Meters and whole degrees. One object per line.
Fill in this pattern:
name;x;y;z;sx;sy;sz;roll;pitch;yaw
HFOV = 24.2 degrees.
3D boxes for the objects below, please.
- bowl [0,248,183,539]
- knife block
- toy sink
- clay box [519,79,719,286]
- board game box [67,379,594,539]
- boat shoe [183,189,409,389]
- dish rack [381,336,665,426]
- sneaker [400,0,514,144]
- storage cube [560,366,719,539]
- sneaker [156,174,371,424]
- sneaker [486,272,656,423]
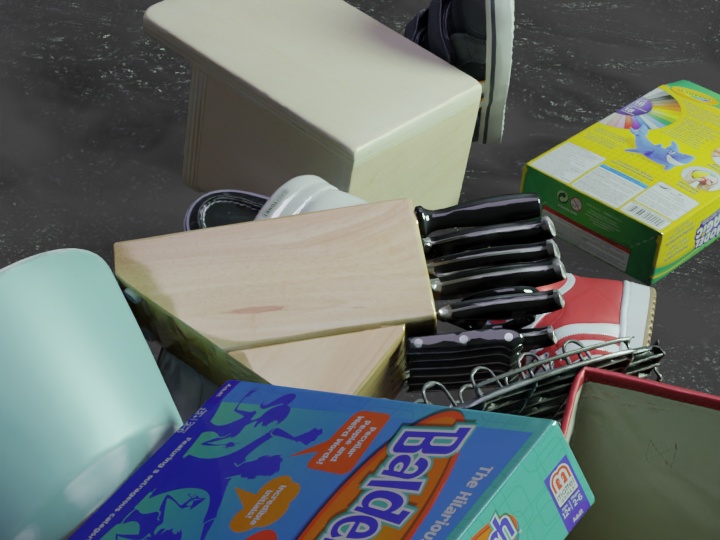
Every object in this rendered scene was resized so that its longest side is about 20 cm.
bowl;-0.158;0.098;0.784;0.105;0.201;0.201;42;46;14
knife block;0.000;0.000;0.855;0.199;0.064;0.176;33;69;17
toy sink;-0.041;-0.102;1.128;0.200;0.113;0.130;34;43;27
clay box;0.214;-0.068;1.170;0.115;0.048;0.200;31;41;31
board game box;-0.030;0.113;0.665;0.199;0.045;0.152;2;39;46
boat shoe;-0.040;-0.001;1.007;0.074;0.068;0.199;-43;56;-11
dish rack;0.053;0.085;0.812;0.153;0.200;0.055;-16;64;-29
sneaker;0.065;-0.147;1.150;0.079;0.200;0.079;3;64;1
storage cube;0.148;0.177;0.700;0.170;0.181;0.200;12;35;9
sneaker;-0.042;0.039;0.902;0.099;0.075;0.201;20;69;27
sneaker;0.105;0.057;0.957;0.112;0.072;0.200;15;28;6
